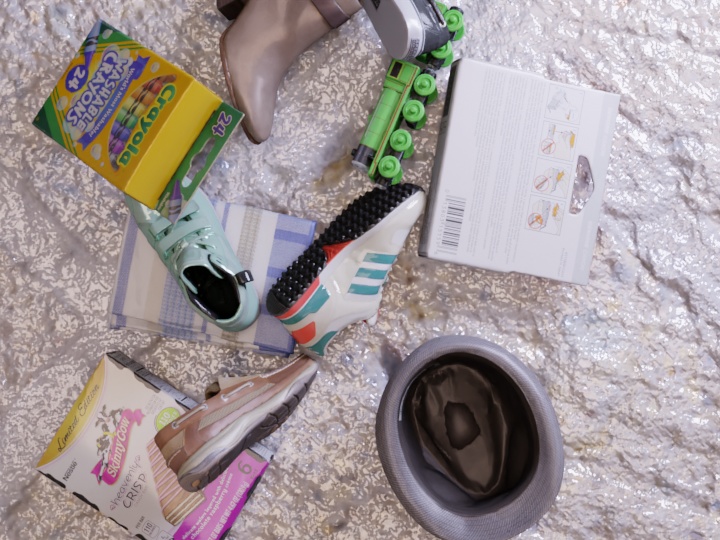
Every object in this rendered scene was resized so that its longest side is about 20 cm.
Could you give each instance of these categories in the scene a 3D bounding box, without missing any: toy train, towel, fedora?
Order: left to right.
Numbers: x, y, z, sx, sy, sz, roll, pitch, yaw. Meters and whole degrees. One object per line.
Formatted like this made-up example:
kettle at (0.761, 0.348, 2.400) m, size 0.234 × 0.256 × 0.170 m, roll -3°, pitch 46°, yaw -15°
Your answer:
towel at (-0.152, 0.002, 1.276) m, size 0.196 × 0.024 × 0.150 m, roll 10°, pitch 87°, yaw -1°
toy train at (0.047, -0.180, 1.262) m, size 0.056 × 0.042 × 0.203 m, roll 23°, pitch 85°, yaw 11°
fedora at (0.105, 0.166, 1.237) m, size 0.175 × 0.090 × 0.202 m, roll -31°, pitch 83°, yaw -1°

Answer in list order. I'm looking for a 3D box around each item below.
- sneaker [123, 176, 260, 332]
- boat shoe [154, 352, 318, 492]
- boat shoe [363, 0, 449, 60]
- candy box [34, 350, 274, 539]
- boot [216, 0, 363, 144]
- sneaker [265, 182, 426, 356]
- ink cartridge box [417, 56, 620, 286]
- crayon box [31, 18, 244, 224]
sneaker at (-0.166, -0.031, 1.207) m, size 0.073 × 0.118 × 0.201 m, roll -37°, pitch 87°, yaw -2°
boat shoe at (-0.117, 0.130, 1.210) m, size 0.072 × 0.199 × 0.076 m, roll 42°, pitch 135°, yaw 13°
boat shoe at (0.026, -0.296, 1.248) m, size 0.056 × 0.069 × 0.202 m, roll -13°, pitch 68°, yaw -28°
candy box at (-0.204, 0.191, 1.255) m, size 0.198 × 0.061 × 0.138 m, roll 32°, pitch 90°, yaw 1°
boot at (-0.066, -0.242, 1.240) m, size 0.144 × 0.070 × 0.203 m, roll -17°, pitch 79°, yaw 18°
sneaker at (0.000, 0.000, 1.261) m, size 0.200 × 0.070 × 0.094 m, roll -44°, pitch 121°, yaw -12°
ink cartridge box at (0.160, -0.097, 1.264) m, size 0.171 × 0.044 × 0.204 m, roll 10°, pitch 90°, yaw -11°
crayon box at (-0.219, -0.148, 1.213) m, size 0.199 × 0.051 × 0.127 m, roll 33°, pitch 90°, yaw 35°
